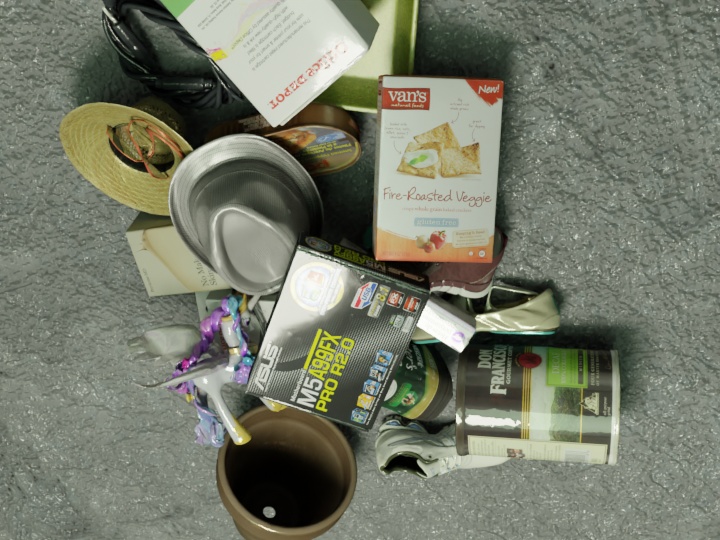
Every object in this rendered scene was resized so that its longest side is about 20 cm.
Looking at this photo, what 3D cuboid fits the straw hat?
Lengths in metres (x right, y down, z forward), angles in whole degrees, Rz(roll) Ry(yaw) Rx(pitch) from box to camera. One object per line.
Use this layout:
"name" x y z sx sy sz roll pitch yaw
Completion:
"straw hat" -0.258 -0.162 1.168 0.199 0.086 0.202 15 147 10

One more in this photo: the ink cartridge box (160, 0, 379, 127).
"ink cartridge box" -0.098 -0.278 1.011 0.144 0.084 0.200 -34 108 28

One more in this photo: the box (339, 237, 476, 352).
"box" 0.050 0.030 1.184 0.199 0.041 0.039 31 108 -3

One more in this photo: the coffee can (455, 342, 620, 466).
"coffee can" 0.226 0.169 1.232 0.198 0.147 0.148 2 121 11

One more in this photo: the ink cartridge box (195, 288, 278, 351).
"ink cartridge box" -0.137 0.072 1.299 0.198 0.068 0.117 1 121 12

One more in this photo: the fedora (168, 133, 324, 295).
"fedora" -0.129 -0.047 1.108 0.175 0.091 0.201 -20 127 6

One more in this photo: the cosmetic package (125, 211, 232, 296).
"cosmetic package" -0.189 -0.034 1.245 0.198 0.073 0.104 -7 119 16

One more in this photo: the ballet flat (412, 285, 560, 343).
"ballet flat" 0.156 0.053 1.233 0.198 0.070 0.070 -5 120 13

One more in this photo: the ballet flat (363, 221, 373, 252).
"ballet flat" 0.086 -0.078 1.168 0.072 0.068 0.200 24 125 -27

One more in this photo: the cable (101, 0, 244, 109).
"cable" -0.220 -0.248 1.102 0.199 0.051 0.163 38 146 -5

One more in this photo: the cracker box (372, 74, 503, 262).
"cracker box" 0.083 -0.113 1.062 0.132 0.058 0.202 1 101 -4

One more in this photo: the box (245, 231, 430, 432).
"box" -0.028 0.074 1.103 0.159 0.044 0.201 19 113 -9

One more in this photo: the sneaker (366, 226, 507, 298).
"sneaker" 0.095 -0.032 1.147 0.198 0.076 0.116 2 128 -36

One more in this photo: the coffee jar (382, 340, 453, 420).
"coffee jar" 0.024 0.125 1.239 0.199 0.105 0.086 21 116 -32

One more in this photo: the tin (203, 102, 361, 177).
"tin" -0.095 -0.146 1.144 0.198 0.042 0.112 -10 151 19

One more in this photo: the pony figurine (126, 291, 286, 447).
"pony figurine" -0.192 0.128 1.234 0.191 0.167 0.202 -21 116 -12

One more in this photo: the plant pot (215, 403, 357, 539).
"plant pot" -0.121 0.319 1.391 0.199 0.201 0.175 22 140 -2

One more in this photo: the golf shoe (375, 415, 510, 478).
"golf shoe" 0.117 0.262 1.342 0.198 0.097 0.079 -1 119 12

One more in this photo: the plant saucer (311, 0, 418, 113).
"plant saucer" -0.032 -0.285 1.072 0.198 0.048 0.201 8 122 7
